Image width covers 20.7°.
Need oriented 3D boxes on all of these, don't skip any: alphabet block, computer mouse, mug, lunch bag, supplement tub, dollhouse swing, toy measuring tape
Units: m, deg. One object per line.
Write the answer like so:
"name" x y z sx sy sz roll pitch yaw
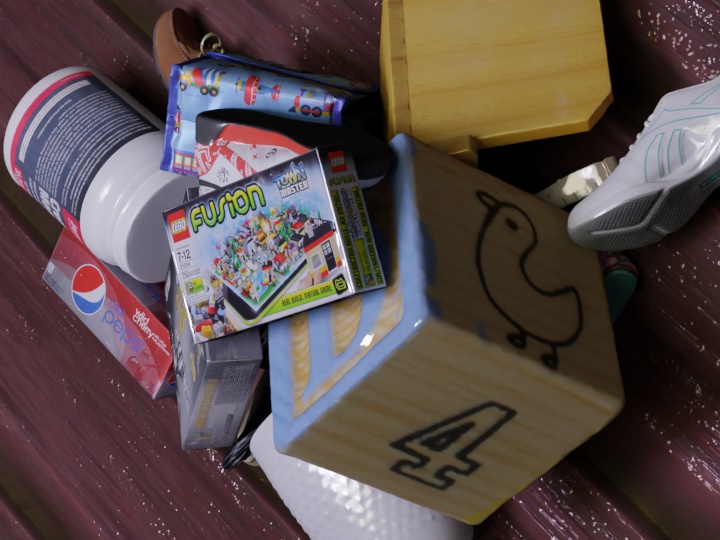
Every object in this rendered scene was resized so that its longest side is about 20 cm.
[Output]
"alphabet block" 0.061 0.050 1.532 0.196 0.199 0.197 -42 38 37
"computer mouse" -0.050 0.109 1.725 0.034 0.059 0.200 40 111 -10
"mug" 0.032 0.167 1.688 0.199 0.148 0.176 -36 74 1
"lunch bag" -0.069 -0.138 1.691 0.149 0.200 0.095 11 109 8
"supplement tub" -0.237 -0.093 1.894 0.200 0.140 0.141 39 114 33
"dollhouse swing" 0.107 -0.144 1.631 0.182 0.174 0.202 93 175 -59
"toy measuring tape" 0.139 -0.040 1.641 0.199 0.073 0.074 -28 73 24

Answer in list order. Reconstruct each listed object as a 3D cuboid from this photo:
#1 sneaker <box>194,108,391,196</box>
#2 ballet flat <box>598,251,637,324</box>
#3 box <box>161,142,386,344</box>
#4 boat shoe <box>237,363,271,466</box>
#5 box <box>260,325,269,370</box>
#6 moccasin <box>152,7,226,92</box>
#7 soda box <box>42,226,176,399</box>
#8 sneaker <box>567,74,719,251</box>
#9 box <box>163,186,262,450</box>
"sneaker" -0.052 -0.058 1.537 0.200 0.067 0.109 16 113 41
"ballet flat" 0.158 0.062 1.626 0.201 0.069 0.071 -62 36 16
"box" -0.069 -0.017 1.488 0.199 0.035 0.111 -19 85 48
"boat shoe" -0.048 0.097 1.786 0.075 0.068 0.202 36 112 33
"box" -0.068 -0.037 1.778 0.201 0.049 0.162 -56 30 25
"moccasin" -0.140 -0.176 1.849 0.078 0.073 0.202 -41 47 20
"soda box" -0.225 0.037 1.935 0.200 0.063 0.070 43 116 30
"sneaker" 0.243 -0.087 1.532 0.199 0.070 0.081 -33 54 9
"box" -0.129 0.044 1.682 0.200 0.048 0.160 113 151 -63
